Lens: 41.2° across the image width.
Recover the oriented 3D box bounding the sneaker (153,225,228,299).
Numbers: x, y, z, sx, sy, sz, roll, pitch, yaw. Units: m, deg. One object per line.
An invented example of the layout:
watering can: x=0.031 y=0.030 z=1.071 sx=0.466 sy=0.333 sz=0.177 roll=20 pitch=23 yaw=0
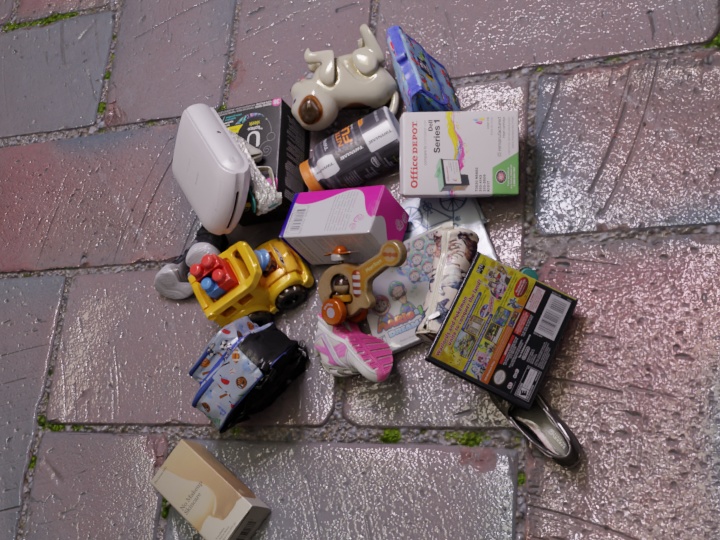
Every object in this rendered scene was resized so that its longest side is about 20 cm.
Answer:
sneaker: x=-0.323 y=-0.021 z=1.882 sx=0.200 sy=0.075 sz=0.114 roll=-32 pitch=23 yaw=40

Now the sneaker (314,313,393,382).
sneaker: x=-0.015 y=0.150 z=1.664 sx=0.200 sy=0.081 sz=0.088 roll=37 pitch=117 yaw=51

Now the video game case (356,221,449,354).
video game case: x=0.096 y=0.034 z=1.676 sx=0.200 sy=0.024 sz=0.182 roll=-25 pitch=66 yaw=18

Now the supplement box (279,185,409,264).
supplement box: x=-0.028 y=-0.079 z=1.721 sx=0.200 sy=0.103 sz=0.101 roll=-2 pitch=58 yaw=37

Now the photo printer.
photo printer: x=-0.267 y=-0.175 z=1.726 sx=0.200 sy=0.069 sz=0.166 roll=56 pitch=142 yaw=31

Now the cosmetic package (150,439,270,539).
cosmetic package: x=-0.267 y=0.400 z=1.696 sx=0.200 sy=0.071 sz=0.105 roll=33 pitch=87 yaw=31

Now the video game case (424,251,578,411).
video game case: x=0.226 y=0.095 z=1.528 sx=0.181 sy=0.026 sz=0.200 roll=26 pitch=74 yaw=5

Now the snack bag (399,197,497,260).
snack bag: x=0.139 y=-0.055 z=1.710 sx=0.188 sy=0.021 sz=0.200 roll=-27 pitch=65 yaw=14

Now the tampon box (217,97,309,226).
tampon box: x=-0.193 y=-0.207 z=1.858 sx=0.150 sy=0.126 sz=0.200 roll=-8 pitch=68 yaw=23

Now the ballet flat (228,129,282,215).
ballet flat: x=-0.199 y=-0.184 z=1.753 sx=0.072 sy=0.072 sz=0.200 roll=-33 pitch=64 yaw=10

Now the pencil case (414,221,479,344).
pencil case: x=0.145 y=0.024 z=1.593 sx=0.078 sy=0.089 sz=0.200 roll=5 pitch=77 yaw=26

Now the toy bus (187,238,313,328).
toy bus: x=-0.215 y=0.011 z=1.751 sx=0.200 sy=0.192 sz=0.136 roll=-35 pitch=59 yaw=7

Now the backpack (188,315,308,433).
backpack: x=-0.214 y=0.183 z=1.685 sx=0.154 sy=0.200 sz=0.191 roll=36 pitch=104 yaw=12

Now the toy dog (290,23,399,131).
toy dog: x=-0.042 y=-0.345 z=1.838 sx=0.200 sy=0.140 sz=0.194 roll=-30 pitch=98 yaw=-3

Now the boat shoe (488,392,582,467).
boat shoe: x=0.273 y=0.230 z=1.519 sx=0.067 sy=0.057 sz=0.200 roll=-46 pitch=59 yaw=3

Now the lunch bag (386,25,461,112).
lunch bag: x=0.102 y=-0.338 z=1.729 sx=0.094 sy=0.200 sz=0.151 roll=-24 pitch=63 yaw=16

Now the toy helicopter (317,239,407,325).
toy helicopter: x=0.000 y=0.000 z=1.645 sx=0.200 sy=0.079 sz=0.132 roll=-36 pitch=71 yaw=34

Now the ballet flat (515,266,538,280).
ballet flat: x=0.248 y=0.092 z=1.584 sx=0.072 sy=0.072 sz=0.201 roll=6 pitch=71 yaw=26

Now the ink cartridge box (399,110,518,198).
ink cartridge box: x=0.168 y=-0.199 z=1.651 sx=0.200 sy=0.084 sz=0.145 roll=-1 pitch=93 yaw=1

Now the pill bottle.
pill bottle: x=-0.014 y=-0.214 z=1.791 sx=0.200 sy=0.106 sz=0.106 roll=-28 pitch=62 yaw=13
